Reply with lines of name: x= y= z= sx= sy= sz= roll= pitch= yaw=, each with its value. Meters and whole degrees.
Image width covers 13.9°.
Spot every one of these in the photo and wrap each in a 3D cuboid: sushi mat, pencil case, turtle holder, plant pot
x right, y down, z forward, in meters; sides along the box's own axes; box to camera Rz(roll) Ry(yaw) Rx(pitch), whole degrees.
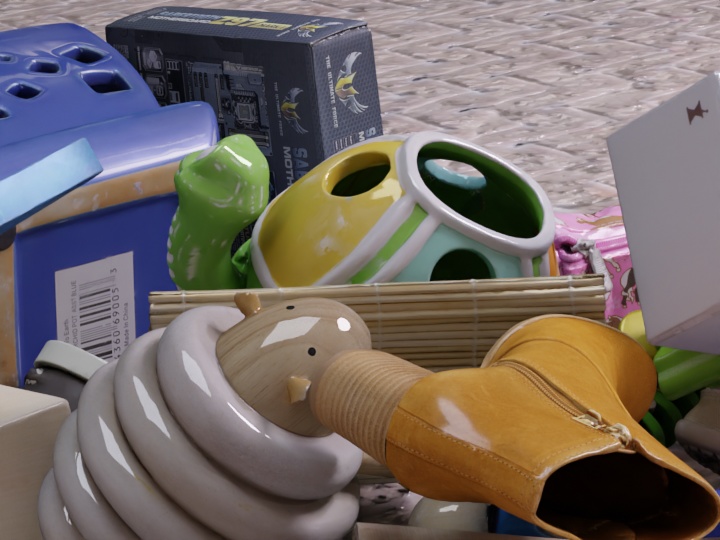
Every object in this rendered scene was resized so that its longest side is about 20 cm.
sushi mat: x=0.007 y=0.050 z=1.271 sx=0.199 sy=0.096 sz=0.012 roll=-3 pitch=26 yaw=3
pencil case: x=0.165 y=-0.009 z=1.595 sx=0.199 sy=0.083 sz=0.086 roll=-12 pitch=24 yaw=-27
turtle holder: x=0.007 y=-0.003 z=1.335 sx=0.185 sy=0.132 sz=0.141 roll=37 pitch=34 yaw=3
plant pot: x=-0.178 y=-0.001 z=1.512 sx=0.199 sy=0.201 sz=0.179 roll=-16 pitch=25 yaw=-36

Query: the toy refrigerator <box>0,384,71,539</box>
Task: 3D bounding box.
toy refrigerator: x=-0.220 y=0.115 z=1.303 sx=0.070 sy=0.076 sz=0.200 roll=9 pitch=21 yaw=43

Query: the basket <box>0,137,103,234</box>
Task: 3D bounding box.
basket: x=-0.216 y=0.013 z=1.225 sx=0.200 sy=0.139 sz=0.176 roll=-33 pitch=-1 yaw=32

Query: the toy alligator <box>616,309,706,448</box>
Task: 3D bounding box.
toy alligator: x=0.109 y=0.079 z=1.376 sx=0.054 sy=0.059 sz=0.200 roll=37 pitch=52 yaw=17

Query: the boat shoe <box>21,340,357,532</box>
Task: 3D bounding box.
boat shoe: x=-0.088 y=0.096 z=1.360 sx=0.201 sy=0.072 sz=0.061 roll=22 pitch=68 yaw=38

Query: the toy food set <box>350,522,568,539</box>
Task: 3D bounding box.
toy food set: x=0.068 y=0.153 z=1.116 sx=0.143 sy=0.061 sz=0.200 roll=6 pitch=15 yaw=-4

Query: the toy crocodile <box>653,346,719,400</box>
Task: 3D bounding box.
toy crocodile: x=0.184 y=0.012 z=1.388 sx=0.067 sy=0.062 sz=0.200 roll=-28 pitch=11 yaw=27

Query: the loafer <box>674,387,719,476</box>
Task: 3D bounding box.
loafer: x=0.239 y=0.067 z=1.298 sx=0.199 sy=0.069 sz=0.076 roll=4 pitch=-14 yaw=11

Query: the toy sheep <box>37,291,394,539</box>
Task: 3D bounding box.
toy sheep: x=-0.064 y=0.088 z=1.212 sx=0.138 sy=0.200 sz=0.138 roll=31 pitch=23 yaw=-15

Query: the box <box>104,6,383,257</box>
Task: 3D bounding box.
box: x=-0.055 y=-0.035 z=1.567 sx=0.157 sy=0.201 sz=0.051 roll=8 pitch=23 yaw=43

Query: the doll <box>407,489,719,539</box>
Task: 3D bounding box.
doll: x=0.114 y=0.106 z=1.254 sx=0.199 sy=0.049 sz=0.136 roll=-2 pitch=-4 yaw=21

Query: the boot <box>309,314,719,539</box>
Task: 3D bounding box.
boot: x=0.091 y=0.071 z=1.158 sx=0.201 sy=0.071 sz=0.144 roll=1 pitch=17 yaw=-45

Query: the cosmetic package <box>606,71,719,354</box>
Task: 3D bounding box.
cosmetic package: x=0.209 y=-0.014 z=1.304 sx=0.199 sy=0.102 sz=0.071 roll=10 pitch=-28 yaw=-40
